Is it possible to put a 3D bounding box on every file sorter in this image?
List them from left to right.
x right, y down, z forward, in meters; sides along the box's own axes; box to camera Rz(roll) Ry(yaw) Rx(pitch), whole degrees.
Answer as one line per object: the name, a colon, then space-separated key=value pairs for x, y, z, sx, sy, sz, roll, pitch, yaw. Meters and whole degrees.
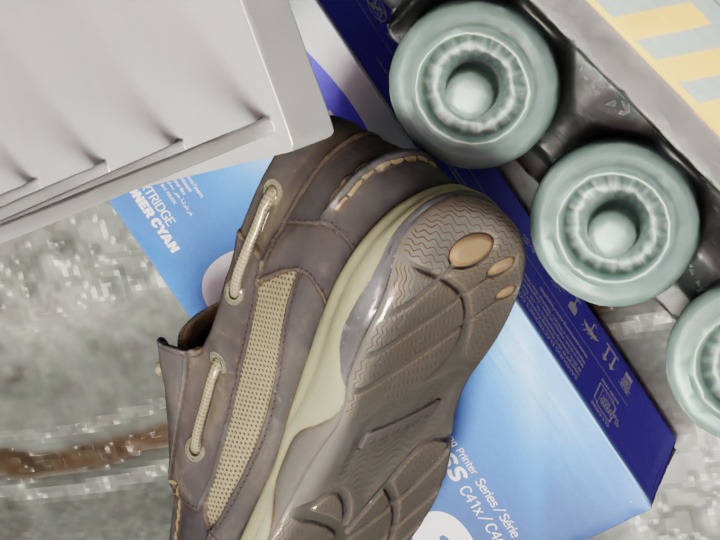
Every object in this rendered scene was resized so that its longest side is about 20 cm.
file sorter: x=-0.126 y=-0.069 z=0.703 sx=0.200 sy=0.124 sz=0.139 roll=-9 pitch=103 yaw=59

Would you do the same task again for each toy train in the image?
toy train: x=0.095 y=-0.042 z=0.740 sx=0.200 sy=0.085 sz=0.114 roll=45 pitch=107 yaw=-4

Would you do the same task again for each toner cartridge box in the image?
toner cartridge box: x=0.000 y=0.000 z=0.805 sx=0.095 sy=0.043 sz=0.200 roll=-29 pitch=103 yaw=26

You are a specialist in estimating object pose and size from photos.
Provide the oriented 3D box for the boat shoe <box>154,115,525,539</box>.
boat shoe: x=-0.017 y=0.036 z=0.770 sx=0.073 sy=0.074 sz=0.200 roll=49 pitch=134 yaw=25
